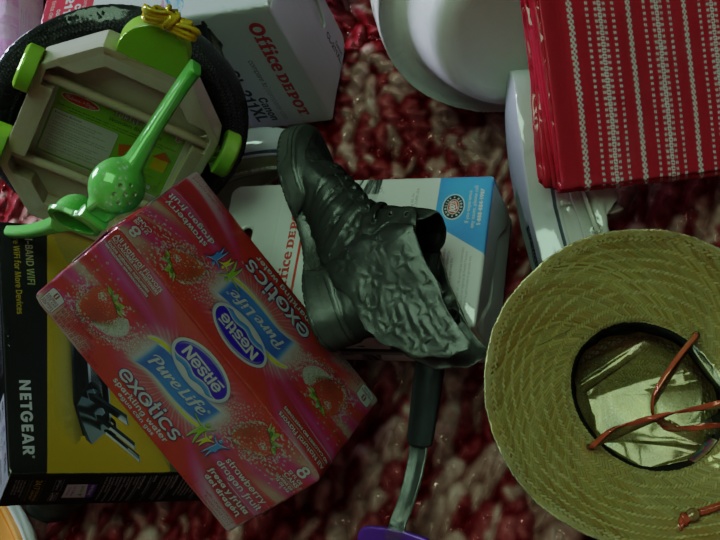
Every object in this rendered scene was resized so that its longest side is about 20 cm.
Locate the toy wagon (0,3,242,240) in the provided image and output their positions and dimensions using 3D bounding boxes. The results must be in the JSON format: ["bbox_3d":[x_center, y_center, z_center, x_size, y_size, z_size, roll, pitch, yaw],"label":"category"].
[{"bbox_3d":[-0.159,-0.101,0.806,0.200,0.155,0.040,-55,21,34],"label":"toy wagon"}]

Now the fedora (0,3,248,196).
[{"bbox_3d":[-0.176,-0.123,0.875,0.200,0.201,0.092,-14,38,13],"label":"fedora"}]

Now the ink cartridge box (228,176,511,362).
[{"bbox_3d":[0.000,0.000,0.852,0.199,0.068,0.116,0,64,20],"label":"ink cartridge box"}]

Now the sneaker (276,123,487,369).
[{"bbox_3d":[0.011,-0.022,0.780,0.104,0.060,0.200,-20,64,20],"label":"sneaker"}]

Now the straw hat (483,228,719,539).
[{"bbox_3d":[0.174,0.080,0.732,0.200,0.085,0.202,-2,77,7],"label":"straw hat"}]

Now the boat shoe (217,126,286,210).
[{"bbox_3d":[-0.135,-0.054,0.945,0.199,0.072,0.062,-21,74,18],"label":"boat shoe"}]

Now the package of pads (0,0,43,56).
[{"bbox_3d":[-0.357,-0.223,1.110,0.120,0.076,0.201,-17,58,9],"label":"package of pads"}]

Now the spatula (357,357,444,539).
[{"bbox_3d":[0.033,0.128,0.764,0.056,0.021,0.201,7,82,24],"label":"spatula"}]

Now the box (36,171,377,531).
[{"bbox_3d":[-0.096,0.052,0.769,0.095,0.200,0.100,-34,7,33],"label":"box"}]

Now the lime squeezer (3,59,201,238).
[{"bbox_3d":[-0.175,-0.055,0.769,0.200,0.038,0.071,-36,57,27],"label":"lime squeezer"}]

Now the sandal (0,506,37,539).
[{"bbox_3d":[-0.305,0.161,0.876,0.207,0.059,0.079,39,97,36],"label":"sandal"}]

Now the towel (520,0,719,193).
[{"bbox_3d":[0.199,-0.130,0.780,0.199,0.022,0.145,-7,91,-21],"label":"towel"}]

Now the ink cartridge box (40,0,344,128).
[{"bbox_3d":[-0.131,-0.183,0.955,0.199,0.146,0.083,-4,59,19],"label":"ink cartridge box"}]

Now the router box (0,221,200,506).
[{"bbox_3d":[-0.178,0.064,0.843,0.157,0.052,0.200,3,54,-26],"label":"router box"}]

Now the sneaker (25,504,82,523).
[{"bbox_3d":[-0.245,0.094,0.885,0.091,0.076,0.200,-46,51,39],"label":"sneaker"}]

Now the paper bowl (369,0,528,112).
[{"bbox_3d":[0.107,-0.198,0.831,0.200,0.201,0.105,-22,45,9],"label":"paper bowl"}]

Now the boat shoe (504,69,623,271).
[{"bbox_3d":[0.143,-0.041,0.797,0.065,0.072,0.201,-11,78,-2],"label":"boat shoe"}]
